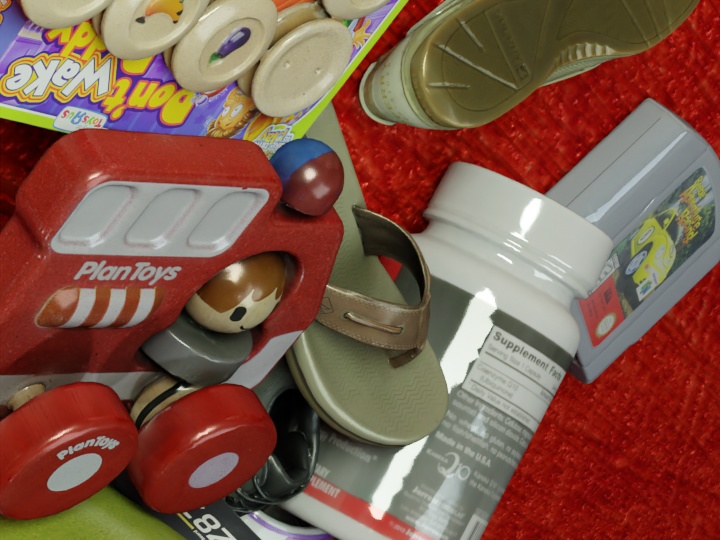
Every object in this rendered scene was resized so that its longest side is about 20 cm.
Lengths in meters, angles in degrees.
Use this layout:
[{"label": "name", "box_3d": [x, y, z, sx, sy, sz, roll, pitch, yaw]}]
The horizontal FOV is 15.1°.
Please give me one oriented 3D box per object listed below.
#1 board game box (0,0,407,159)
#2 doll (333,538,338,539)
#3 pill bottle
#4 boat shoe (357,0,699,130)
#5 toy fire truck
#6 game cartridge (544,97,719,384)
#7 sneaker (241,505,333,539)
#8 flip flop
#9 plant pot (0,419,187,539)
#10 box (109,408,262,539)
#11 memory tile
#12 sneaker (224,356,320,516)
[{"label": "board game box", "box_3d": [-0.067, -0.113, 1.084, 0.134, 0.045, 0.200, -52, 150, 18]}, {"label": "doll", "box_3d": [0.010, 0.177, 1.514, 0.048, 0.200, 0.137, 0, 112, -12]}, {"label": "pill bottle", "box_3d": [0.042, 0.052, 1.399, 0.200, 0.114, 0.114, -63, 155, -5]}, {"label": "boat shoe", "box_3d": [0.086, -0.122, 1.320, 0.201, 0.063, 0.073, -34, 107, -33]}, {"label": "toy fire truck", "box_3d": [-0.085, 0.009, 1.131, 0.200, 0.112, 0.168, 2, 138, -48]}, {"label": "game cartridge", "box_3d": [0.159, -0.018, 1.605, 0.133, 0.041, 0.200, -47, 155, -9]}, {"label": "sneaker", "box_3d": [-0.041, 0.169, 1.501, 0.114, 0.073, 0.200, -39, 156, 6]}, {"label": "flip flop", "box_3d": [0.000, 0.000, 1.265, 0.081, 0.058, 0.200, -45, 127, -41]}, {"label": "plant pot", "box_3d": [-0.131, 0.176, 1.181, 0.200, 0.193, 0.200, -54, 154, -41]}, {"label": "box", "box_3d": [-0.114, 0.180, 1.322, 0.049, 0.161, 0.200, -19, 144, -43]}, {"label": "memory tile", "box_3d": [-0.035, -0.133, 1.031, 0.153, 0.017, 0.200, -50, 151, 14]}, {"label": "sneaker", "box_3d": [-0.073, 0.095, 1.347, 0.076, 0.091, 0.200, -12, 139, -53]}]
